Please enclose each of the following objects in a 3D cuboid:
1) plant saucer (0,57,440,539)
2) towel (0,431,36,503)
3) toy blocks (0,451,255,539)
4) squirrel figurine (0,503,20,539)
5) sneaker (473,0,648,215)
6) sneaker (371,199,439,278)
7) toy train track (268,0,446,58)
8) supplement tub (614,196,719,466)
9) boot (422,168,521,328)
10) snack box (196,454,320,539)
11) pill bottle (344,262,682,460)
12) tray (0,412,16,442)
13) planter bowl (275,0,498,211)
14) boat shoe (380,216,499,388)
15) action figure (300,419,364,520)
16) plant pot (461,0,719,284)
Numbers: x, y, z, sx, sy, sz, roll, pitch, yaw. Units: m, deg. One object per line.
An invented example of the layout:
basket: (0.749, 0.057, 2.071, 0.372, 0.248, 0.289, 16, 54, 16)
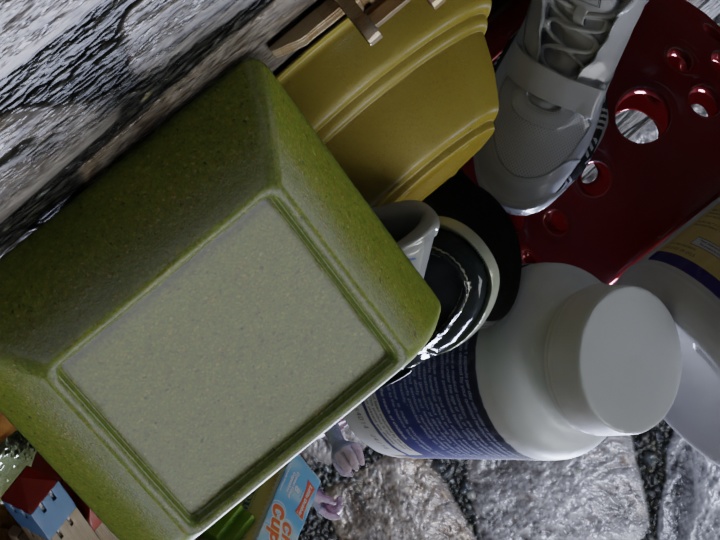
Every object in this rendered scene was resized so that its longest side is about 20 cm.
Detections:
plant saucer: (-0.070, 0.033, 1.413, 0.200, 0.048, 0.200, -39, 130, -2)
towel: (-0.261, 0.144, 1.796, 0.148, 0.037, 0.200, -41, 174, 2)
toy blocks: (-0.133, 0.104, 1.682, 0.200, 0.100, 0.137, -51, 140, -21)
squirrel figurine: (-0.266, 0.228, 1.724, 0.186, 0.142, 0.200, -21, 147, -44)
sneaker: (0.114, -0.132, 1.660, 0.115, 0.075, 0.201, 54, 61, -79)
sneaker: (-0.048, -0.019, 1.469, 0.199, 0.075, 0.087, 5, 125, -35)
toy train track: (0.008, -0.129, 1.349, 0.115, 0.033, 0.200, -40, 174, 1)
supplement tub: (0.259, 0.008, 1.718, 0.200, 0.146, 0.145, -37, 175, -18)
boot: (0.000, 0.000, 1.695, 0.069, 0.200, 0.174, 18, 127, -37)
snack box: (-0.108, 0.194, 1.725, 0.116, 0.037, 0.201, -6, -134, 35)
pill bottle: (0.084, 0.052, 1.695, 0.111, 0.111, 0.200, -36, -160, -35)
tray: (-0.201, 0.066, 1.542, 0.099, 0.037, 0.200, -40, 174, -1)
planter bowl: (0.011, -0.076, 1.555, 0.200, 0.084, 0.200, -38, 175, -4)
boat shoe: (-0.002, 0.031, 1.596, 0.066, 0.075, 0.199, -39, -170, -38)
action figure: (-0.022, 0.069, 1.836, 0.199, 0.149, 0.134, -18, 166, -29)
plant pot: (0.146, -0.091, 1.834, 0.200, 0.183, 0.200, -39, 176, -3)
